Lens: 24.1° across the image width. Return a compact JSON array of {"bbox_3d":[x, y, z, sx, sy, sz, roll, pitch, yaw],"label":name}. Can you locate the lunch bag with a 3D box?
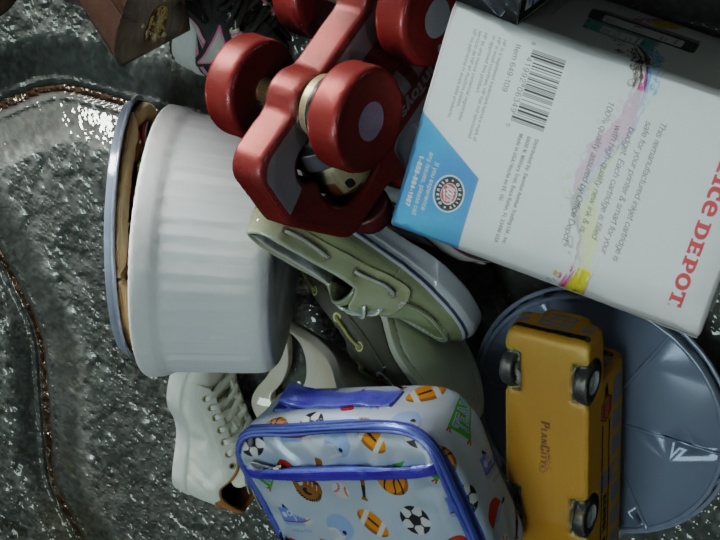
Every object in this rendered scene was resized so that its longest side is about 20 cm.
[{"bbox_3d":[0.007,0.153,1.191,0.199,0.076,0.161,-6,118,39],"label":"lunch bag"}]

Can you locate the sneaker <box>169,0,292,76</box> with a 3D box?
[{"bbox_3d":[-0.084,-0.180,1.177,0.086,0.080,0.200,38,170,11],"label":"sneaker"}]

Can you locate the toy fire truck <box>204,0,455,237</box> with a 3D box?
[{"bbox_3d":[0.003,-0.107,1.078,0.112,0.200,0.168,18,158,36],"label":"toy fire truck"}]

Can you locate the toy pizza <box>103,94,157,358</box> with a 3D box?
[{"bbox_3d":[-0.162,-0.033,1.287,0.032,0.200,0.201,1,120,3],"label":"toy pizza"}]

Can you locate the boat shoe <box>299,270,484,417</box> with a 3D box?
[{"bbox_3d":[0.020,0.044,1.252,0.060,0.072,0.202,-51,61,35],"label":"boat shoe"}]

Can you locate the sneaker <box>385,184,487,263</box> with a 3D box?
[{"bbox_3d":[0.085,-0.038,1.190,0.199,0.080,0.087,27,148,19],"label":"sneaker"}]

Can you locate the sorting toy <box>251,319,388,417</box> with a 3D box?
[{"bbox_3d":[-0.019,0.116,1.338,0.180,0.107,0.201,37,140,25],"label":"sorting toy"}]

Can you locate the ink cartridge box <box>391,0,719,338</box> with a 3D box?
[{"bbox_3d":[0.147,-0.078,1.038,0.199,0.146,0.147,21,113,10],"label":"ink cartridge box"}]

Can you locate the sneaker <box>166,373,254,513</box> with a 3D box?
[{"bbox_3d":[-0.111,0.126,1.418,0.084,0.073,0.201,25,139,21],"label":"sneaker"}]

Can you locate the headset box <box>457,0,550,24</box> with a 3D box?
[{"bbox_3d":[0.051,-0.249,1.018,0.199,0.174,0.093,25,127,18],"label":"headset box"}]

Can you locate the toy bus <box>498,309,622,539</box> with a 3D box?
[{"bbox_3d":[0.143,0.119,1.176,0.065,0.078,0.201,12,121,28],"label":"toy bus"}]

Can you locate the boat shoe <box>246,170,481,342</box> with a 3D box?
[{"bbox_3d":[0.000,0.000,1.175,0.200,0.062,0.072,37,163,-25],"label":"boat shoe"}]

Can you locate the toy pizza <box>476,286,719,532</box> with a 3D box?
[{"bbox_3d":[0.177,0.099,1.224,0.199,0.032,0.201,15,121,26],"label":"toy pizza"}]

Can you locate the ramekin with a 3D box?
[{"bbox_3d":[-0.101,-0.018,1.241,0.097,0.201,0.201,5,122,5],"label":"ramekin"}]

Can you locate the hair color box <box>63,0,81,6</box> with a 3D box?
[{"bbox_3d":[-0.137,-0.271,1.173,0.200,0.100,0.061,-60,36,40],"label":"hair color box"}]

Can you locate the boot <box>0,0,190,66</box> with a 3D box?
[{"bbox_3d":[-0.195,-0.190,1.136,0.200,0.064,0.187,49,135,25],"label":"boot"}]

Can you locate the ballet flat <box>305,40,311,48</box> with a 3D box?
[{"bbox_3d":[-0.021,-0.186,1.179,0.064,0.075,0.201,-24,93,50],"label":"ballet flat"}]
